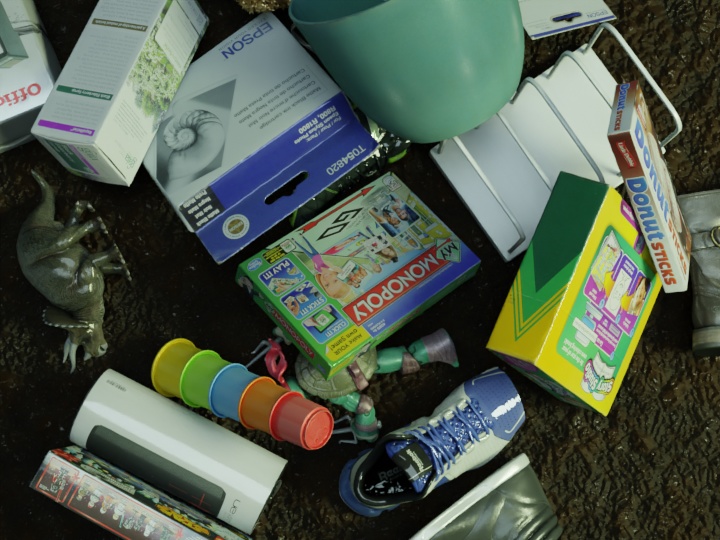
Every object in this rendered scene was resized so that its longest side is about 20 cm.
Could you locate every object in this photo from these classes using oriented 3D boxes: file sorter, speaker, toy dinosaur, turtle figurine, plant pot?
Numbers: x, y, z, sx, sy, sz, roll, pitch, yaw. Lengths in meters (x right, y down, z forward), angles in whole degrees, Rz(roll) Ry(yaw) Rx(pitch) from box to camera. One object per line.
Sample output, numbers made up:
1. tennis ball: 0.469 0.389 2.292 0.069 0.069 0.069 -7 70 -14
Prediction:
1. file sorter: 0.192 -0.127 1.205 0.200 0.125 0.139 -34 85 -5
2. speaker: -0.172 0.173 1.184 0.200 0.081 0.081 27 83 2
3. toy dinosaur: -0.291 -0.012 1.207 0.102 0.077 0.200 -30 87 -11
4. turtle figurine: -0.015 0.095 1.191 0.200 0.101 0.150 -28 84 -10
5. plant pot: 0.060 -0.216 1.136 0.200 0.201 0.161 -34 119 -5

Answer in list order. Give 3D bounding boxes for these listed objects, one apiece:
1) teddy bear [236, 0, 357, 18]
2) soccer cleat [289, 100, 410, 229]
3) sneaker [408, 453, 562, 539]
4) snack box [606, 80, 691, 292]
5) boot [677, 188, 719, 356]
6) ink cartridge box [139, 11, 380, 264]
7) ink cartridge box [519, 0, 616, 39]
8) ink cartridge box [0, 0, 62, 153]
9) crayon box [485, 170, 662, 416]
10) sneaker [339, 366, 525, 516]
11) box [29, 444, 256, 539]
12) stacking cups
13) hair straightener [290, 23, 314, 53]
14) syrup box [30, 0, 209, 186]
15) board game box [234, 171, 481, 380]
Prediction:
1. teddy bear: -0.085 -0.308 1.233 0.200 0.067 0.145 35 64 16
2. soccer cleat: 0.000 -0.119 1.231 0.081 0.068 0.200 31 81 1
3. sneaker: 0.107 0.272 1.179 0.200 0.071 0.099 -36 80 -9
4. snack box: 0.267 -0.073 1.131 0.024 0.200 0.072 -7 43 28
5. boot: 0.402 -0.006 1.225 0.200 0.069 0.174 0 75 -8
6. ink cartridge box: -0.114 -0.135 1.204 0.199 0.041 0.200 -37 60 -5
7. ink cartridge box: 0.162 -0.300 1.227 0.099 0.039 0.200 -15 61 -18
8. ink cartridge box: -0.387 -0.222 1.227 0.146 0.084 0.200 -24 84 -3
9. crayon box: 0.208 0.028 1.150 0.058 0.200 0.173 20 82 34
10. sneaker: 0.071 0.172 1.170 0.199 0.115 0.081 -32 85 -5
11. box: -0.196 0.227 1.147 0.200 0.137 0.040 28 86 2
12. stacking cups: -0.111 0.114 1.145 0.200 0.060 0.061 15 81 42
13. hair straightener: 0.029 -0.256 1.255 0.200 0.041 0.077 -13 73 -2
14. syrup box: -0.230 -0.190 1.198 0.081 0.079 0.200 14 69 24
15. board game box: 0.000 0.000 1.180 0.200 0.029 0.135 -34 69 -30
